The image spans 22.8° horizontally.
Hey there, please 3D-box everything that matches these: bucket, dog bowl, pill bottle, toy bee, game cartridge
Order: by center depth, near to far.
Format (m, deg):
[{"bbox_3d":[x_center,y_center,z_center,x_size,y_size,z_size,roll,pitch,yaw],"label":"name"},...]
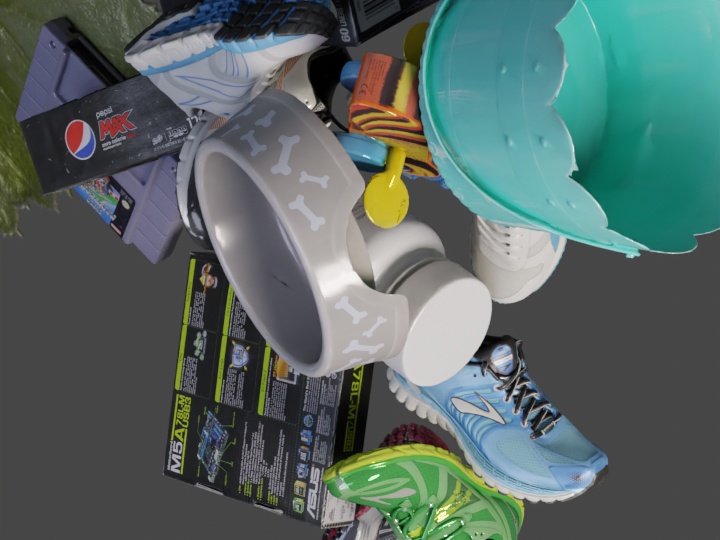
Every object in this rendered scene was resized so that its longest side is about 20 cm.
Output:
[{"bbox_3d":[0.141,-0.114,1.097,0.134,0.207,0.209,2,116,49],"label":"bucket"},{"bbox_3d":[0.031,-0.099,1.188,0.108,0.200,0.132,16,101,-9],"label":"toy bee"},{"bbox_3d":[-0.046,-0.019,1.205,0.200,0.058,0.201,49,155,32],"label":"dog bowl"},{"bbox_3d":[0.000,0.000,1.346,0.200,0.114,0.115,35,136,38],"label":"pill bottle"},{"bbox_3d":[-0.226,-0.112,1.587,0.200,0.038,0.130,45,134,14],"label":"game cartridge"}]

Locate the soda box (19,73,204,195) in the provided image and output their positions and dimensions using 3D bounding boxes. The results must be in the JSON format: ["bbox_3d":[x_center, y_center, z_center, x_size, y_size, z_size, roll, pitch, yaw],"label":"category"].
[{"bbox_3d":[-0.188,-0.123,1.481,0.199,0.063,0.071,-15,95,35],"label":"soda box"}]

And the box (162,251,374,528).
[{"bbox_3d":[-0.077,0.097,1.501,0.192,0.047,0.202,11,96,42],"label":"box"}]

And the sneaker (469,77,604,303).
[{"bbox_3d":[0.106,-0.053,1.255,0.076,0.081,0.201,32,135,24],"label":"sneaker"}]

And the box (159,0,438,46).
[{"bbox_3d":[-0.053,-0.236,1.279,0.199,0.106,0.123,8,121,42],"label":"box"}]

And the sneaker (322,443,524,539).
[{"bbox_3d":[0.056,0.188,1.379,0.074,0.199,0.084,-26,52,41],"label":"sneaker"}]

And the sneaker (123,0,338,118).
[{"bbox_3d":[-0.075,-0.147,1.239,0.199,0.075,0.087,-3,131,50],"label":"sneaker"}]

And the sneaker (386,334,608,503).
[{"bbox_3d":[0.104,0.098,1.356,0.199,0.078,0.090,35,132,24],"label":"sneaker"}]

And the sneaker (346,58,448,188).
[{"bbox_3d":[0.074,-0.122,1.252,0.106,0.076,0.200,59,147,-3],"label":"sneaker"}]

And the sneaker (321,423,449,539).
[{"bbox_3d":[0.029,0.202,1.506,0.074,0.081,0.200,24,136,-8],"label":"sneaker"}]

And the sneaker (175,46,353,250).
[{"bbox_3d":[-0.071,-0.104,1.327,0.079,0.201,0.074,11,157,29],"label":"sneaker"}]
